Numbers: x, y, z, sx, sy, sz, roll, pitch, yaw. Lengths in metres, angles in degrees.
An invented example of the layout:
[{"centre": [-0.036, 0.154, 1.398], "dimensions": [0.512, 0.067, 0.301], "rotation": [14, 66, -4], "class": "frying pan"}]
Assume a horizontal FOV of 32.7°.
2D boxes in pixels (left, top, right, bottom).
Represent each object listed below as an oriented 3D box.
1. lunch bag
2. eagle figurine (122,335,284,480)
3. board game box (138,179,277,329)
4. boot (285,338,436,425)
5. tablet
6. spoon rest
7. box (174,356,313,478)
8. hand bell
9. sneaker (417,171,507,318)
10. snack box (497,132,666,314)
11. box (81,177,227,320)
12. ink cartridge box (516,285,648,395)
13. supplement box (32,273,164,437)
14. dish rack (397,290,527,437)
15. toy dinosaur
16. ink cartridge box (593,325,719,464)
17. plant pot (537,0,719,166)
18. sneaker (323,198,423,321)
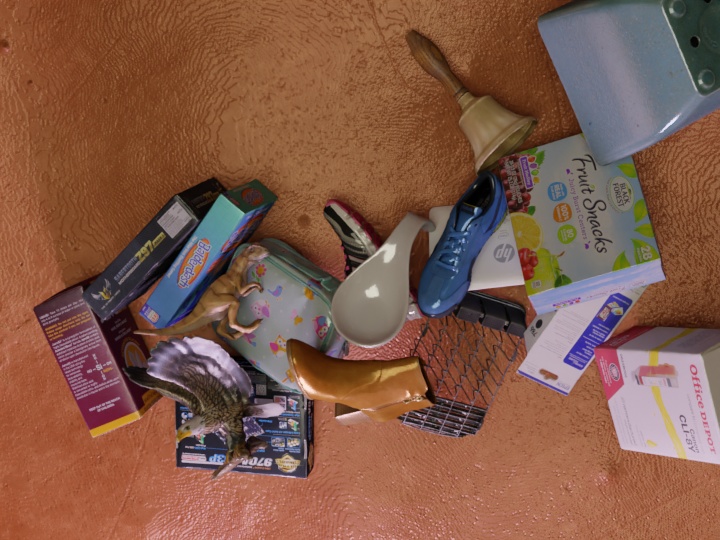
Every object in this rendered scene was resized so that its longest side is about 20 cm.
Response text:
[{"centre": [-0.098, 0.057, 1.645], "dimensions": [0.199, 0.077, 0.162], "rotation": [33, 112, 26], "class": "lunch bag"}, {"centre": [-0.210, 0.174, 1.639], "dimensions": [0.151, 0.151, 0.201], "rotation": [-34, 89, 11], "class": "eagle figurine"}, {"centre": [-0.201, -0.023, 1.641], "dimensions": [0.045, 0.152, 0.201], "rotation": [37, 107, 4], "class": "board game box"}, {"centre": [0.006, 0.127, 1.544], "dimensions": [0.142, 0.072, 0.201], "rotation": [-18, 140, 19], "class": "boot"}, {"centre": [0.186, -0.038, 1.588], "dimensions": [0.197, 0.014, 0.132], "rotation": [-7, 59, 13], "class": "tablet"}, {"centre": [0.034, 0.006, 1.562], "dimensions": [0.098, 0.061, 0.202], "rotation": [23, 69, 15], "class": "spoon rest"}, {"centre": [-0.165, 0.205, 1.738], "dimensions": [0.197, 0.046, 0.161], "rotation": [2, 102, 11], "class": "box"}, {"centre": [0.124, -0.230, 1.576], "dimensions": [0.104, 0.104, 0.201], "rotation": [-44, 79, 17], "class": "hand bell"}, {"centre": [0.123, -0.037, 1.553], "dimensions": [0.065, 0.079, 0.201], "rotation": [23, 71, 24], "class": "sneaker"}, {"centre": [0.273, -0.066, 1.523], "dimensions": [0.166, 0.068, 0.203], "rotation": [-15, 62, 14], "class": "snack box"}, {"centre": [-0.270, -0.032, 1.650], "dimensions": [0.200, 0.158, 0.051], "rotation": [-43, 91, 18], "class": "box"}, {"centre": [0.285, 0.061, 1.595], "dimensions": [0.099, 0.039, 0.201], "rotation": [25, 107, -30], "class": "ink cartridge box"}, {"centre": [-0.364, 0.115, 1.726], "dimensions": [0.085, 0.110, 0.202], "rotation": [-22, 97, 15], "class": "supplement box"}, {"centre": [0.125, 0.125, 1.637], "dimensions": [0.151, 0.055, 0.202], "rotation": [17, 112, -14], "class": "dish rack"}, {"centre": [-0.189, 0.048, 1.597], "dimensions": [0.200, 0.060, 0.106], "rotation": [-44, 103, -10], "class": "toy dinosaur"}, {"centre": [0.399, 0.152, 1.529], "dimensions": [0.083, 0.199, 0.147], "rotation": [-20, 98, -27], "class": "ink cartridge box"}, {"centre": [0.360, -0.258, 1.412], "dimensions": [0.194, 0.200, 0.198], "rotation": [-27, 97, -17], "class": "plant pot"}, {"centre": [0.000, 0.000, 1.644], "dimensions": [0.087, 0.074, 0.201], "rotation": [-35, 98, 10], "class": "sneaker"}]
